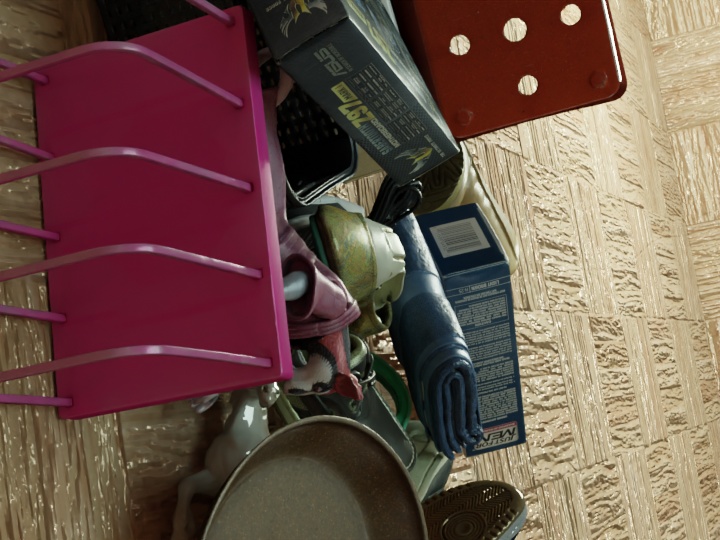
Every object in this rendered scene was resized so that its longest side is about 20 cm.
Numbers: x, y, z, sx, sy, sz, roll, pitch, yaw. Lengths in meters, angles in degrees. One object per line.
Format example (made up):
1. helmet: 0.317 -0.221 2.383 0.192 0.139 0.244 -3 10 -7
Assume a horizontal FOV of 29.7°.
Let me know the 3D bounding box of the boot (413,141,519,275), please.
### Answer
1. boot: 0.108 -0.052 1.365 0.175 0.066 0.200 -78 149 -44

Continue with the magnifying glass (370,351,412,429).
1. magnifying glass: 0.009 0.130 0.989 0.079 0.022 0.200 15 38 -23

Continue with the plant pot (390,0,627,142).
1. plant pot: 0.109 -0.199 1.065 0.176 0.199 0.201 -98 173 -74

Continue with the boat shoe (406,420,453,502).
1. boat shoe: 0.017 0.177 1.028 0.200 0.072 0.068 -26 131 -61

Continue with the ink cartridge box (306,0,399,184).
1. ink cartridge box: -0.016 -0.178 1.042 0.165 0.075 0.201 -126 -160 -78

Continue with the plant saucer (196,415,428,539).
1. plant saucer: -0.035 0.186 0.804 0.200 0.037 0.201 5 84 -48

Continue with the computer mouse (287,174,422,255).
1. computer mouse: -0.033 -0.029 1.003 0.044 0.110 0.200 45 22 18

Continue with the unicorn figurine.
1. unicorn figurine: -0.065 0.142 0.860 0.138 0.074 0.200 -72 159 -52

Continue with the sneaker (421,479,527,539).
1. sneaker: 0.047 0.242 0.964 0.200 0.070 0.109 -37 125 -18

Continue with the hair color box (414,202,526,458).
1. hair color box: 0.097 0.053 1.186 0.100 0.060 0.200 -110 -171 -55

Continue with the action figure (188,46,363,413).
1. action figure: -0.057 -0.005 0.805 0.200 0.134 0.149 50 59 -6

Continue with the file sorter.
1. file sorter: -0.134 -0.037 0.682 0.125 0.139 0.201 17 63 -63

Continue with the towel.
1. towel: 0.047 0.044 1.082 0.200 0.048 0.112 -108 -174 -49

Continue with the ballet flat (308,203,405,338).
1. ballet flat: 0.000 0.000 0.949 0.200 0.070 0.071 90 -3 -69

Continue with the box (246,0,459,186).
1. box: -0.020 -0.154 0.810 0.158 0.051 0.200 64 12 24

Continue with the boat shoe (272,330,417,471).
1. boat shoe: -0.024 0.069 0.915 0.201 0.066 0.072 48 33 -15

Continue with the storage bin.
1. storage bin: -0.087 -0.139 0.905 0.135 0.094 0.201 -41 116 -65
